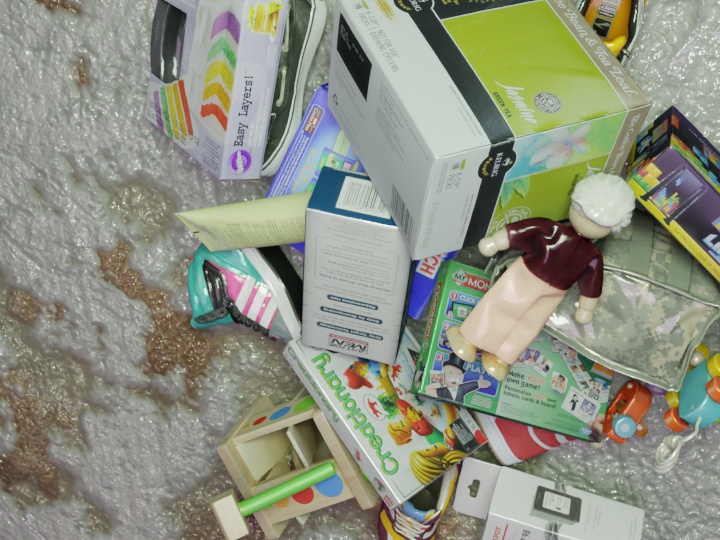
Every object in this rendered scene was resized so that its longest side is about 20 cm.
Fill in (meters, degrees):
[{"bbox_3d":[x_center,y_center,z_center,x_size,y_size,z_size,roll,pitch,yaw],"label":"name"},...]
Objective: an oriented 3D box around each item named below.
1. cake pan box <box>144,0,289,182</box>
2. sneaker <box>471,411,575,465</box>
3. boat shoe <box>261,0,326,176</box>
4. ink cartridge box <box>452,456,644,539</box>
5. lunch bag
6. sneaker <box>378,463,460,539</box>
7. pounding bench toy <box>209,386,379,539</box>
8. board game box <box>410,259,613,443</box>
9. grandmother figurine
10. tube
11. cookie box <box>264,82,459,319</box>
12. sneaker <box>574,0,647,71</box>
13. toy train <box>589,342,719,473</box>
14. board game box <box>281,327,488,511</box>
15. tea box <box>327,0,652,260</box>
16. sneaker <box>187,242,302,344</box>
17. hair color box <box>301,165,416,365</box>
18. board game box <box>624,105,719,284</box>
[{"bbox_3d":[-0.148,-0.208,0.977,0.200,0.052,0.184,41,124,46],"label":"cake pan box"},{"bbox_3d":[0.161,0.110,1.047,0.112,0.071,0.200,-22,110,27],"label":"sneaker"},{"bbox_3d":[-0.095,-0.191,1.004,0.071,0.064,0.200,31,114,36],"label":"boat shoe"},{"bbox_3d":[0.195,0.288,1.086,0.200,0.067,0.116,15,136,11],"label":"ink cartridge box"},{"bbox_3d":[0.226,-0.001,0.934,0.200,0.164,0.118,21,119,8],"label":"lunch bag"},{"bbox_3d":[0.060,0.269,1.126,0.075,0.090,0.200,19,114,9],"label":"sneaker"},{"bbox_3d":[-0.057,0.211,1.079,0.156,0.200,0.124,-22,102,24],"label":"pounding bench toy"},{"bbox_3d":[0.159,0.082,0.982,0.200,0.029,0.135,17,78,-15],"label":"board game box"},{"bbox_3d":[0.154,-0.001,0.836,0.121,0.061,0.200,27,116,-25],"label":"grandmother figurine"},{"bbox_3d":[-0.081,-0.051,0.988,0.200,0.052,0.058,-8,107,21],"label":"tube"},{"bbox_3d":[0.017,-0.074,1.018,0.200,0.075,0.171,31,117,4],"label":"cookie box"},{"bbox_3d":[0.212,-0.194,0.911,0.078,0.082,0.200,12,113,12],"label":"sneaker"},{"bbox_3d":[0.305,0.138,0.968,0.056,0.200,0.150,33,92,-8],"label":"toy train"},{"bbox_3d":[0.025,0.131,1.035,0.200,0.126,0.035,54,150,11],"label":"board game box"},{"bbox_3d":[0.099,-0.143,0.845,0.196,0.200,0.134,-16,147,-16],"label":"tea box"},{"bbox_3d":[-0.125,0.045,1.099,0.121,0.084,0.200,-31,91,19],"label":"sneaker"},{"bbox_3d":[0.000,0.000,0.938,0.100,0.061,0.200,13,139,6],"label":"hair color box"},{"bbox_3d":[0.327,-0.045,0.886,0.200,0.165,0.057,45,118,-3],"label":"board game box"}]
